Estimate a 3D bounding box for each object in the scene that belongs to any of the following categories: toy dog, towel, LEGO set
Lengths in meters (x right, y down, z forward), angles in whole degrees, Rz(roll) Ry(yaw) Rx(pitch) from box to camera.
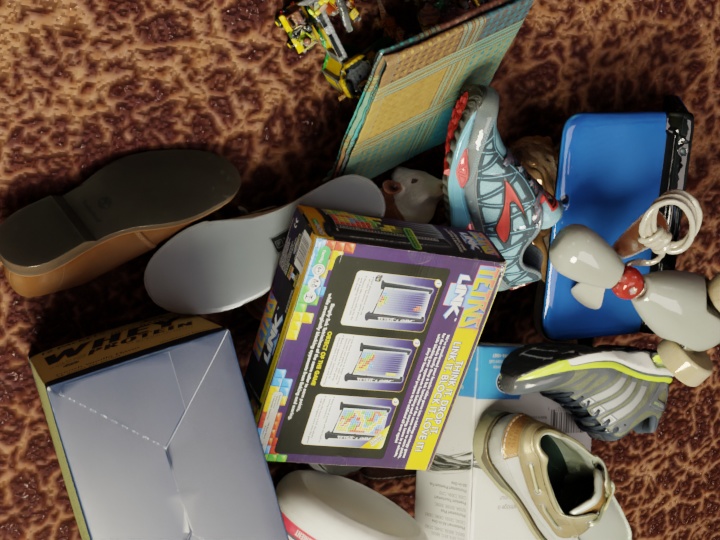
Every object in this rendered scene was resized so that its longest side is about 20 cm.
[{"bbox_3d":[0.243,0.005,1.199,0.131,0.097,0.200,-32,121,14],"label":"toy dog"},{"bbox_3d":[0.050,-0.139,1.124,0.146,0.022,0.200,-28,164,-24],"label":"towel"},{"bbox_3d":[0.043,-0.213,1.109,0.199,0.116,0.154,-29,123,-13],"label":"LEGO set"}]

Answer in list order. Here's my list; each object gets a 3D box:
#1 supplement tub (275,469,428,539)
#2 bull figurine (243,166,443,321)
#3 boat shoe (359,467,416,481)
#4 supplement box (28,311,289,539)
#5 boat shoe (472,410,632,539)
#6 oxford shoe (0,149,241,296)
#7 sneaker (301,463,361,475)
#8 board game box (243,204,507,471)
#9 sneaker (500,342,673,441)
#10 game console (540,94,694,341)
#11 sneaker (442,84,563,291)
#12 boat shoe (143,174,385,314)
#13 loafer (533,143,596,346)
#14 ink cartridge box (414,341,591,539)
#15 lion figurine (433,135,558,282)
[{"bbox_3d":[-0.041,0.281,1.195,0.140,0.140,0.201,20,98,-33],"label":"supplement tub"},{"bbox_3d":[0.000,0.000,1.204,0.199,0.065,0.122,-29,79,-3],"label":"bull figurine"},{"bbox_3d":[0.088,0.167,1.339,0.199,0.070,0.071,-13,113,-23],"label":"boat shoe"},{"bbox_3d":[-0.154,0.147,1.086,0.133,0.200,0.201,-17,97,-15],"label":"supplement box"},{"bbox_3d":[0.176,0.190,1.209,0.200,0.068,0.075,41,64,-32],"label":"boat shoe"},{"bbox_3d":[-0.186,-0.037,1.116,0.199,0.072,0.071,-22,152,-20],"label":"oxford shoe"},{"bbox_3d":[0.005,0.121,1.278,0.199,0.086,0.081,-14,96,-43],"label":"sneaker"},{"bbox_3d":[0.004,0.057,1.127,0.164,0.057,0.201,7,116,-26],"label":"board game box"},{"bbox_3d":[0.199,0.105,1.227,0.199,0.074,0.082,4,90,-36],"label":"sneaker"},{"bbox_3d":[0.225,-0.051,1.282,0.117,0.171,0.201,6,106,4],"label":"game console"},{"bbox_3d":[0.116,-0.067,1.158,0.095,0.080,0.201,1,134,8],"label":"sneaker"},{"bbox_3d":[-0.076,-0.020,1.141,0.199,0.068,0.074,-28,87,-10],"label":"boat shoe"},{"bbox_3d":[0.202,-0.018,1.318,0.071,0.063,0.201,-11,117,-23],"label":"loafer"},{"bbox_3d":[0.126,0.165,1.267,0.145,0.084,0.202,5,88,-37],"label":"ink cartridge box"},{"bbox_3d":[0.102,-0.026,1.258,0.199,0.072,0.123,-29,113,-7],"label":"lion figurine"}]
